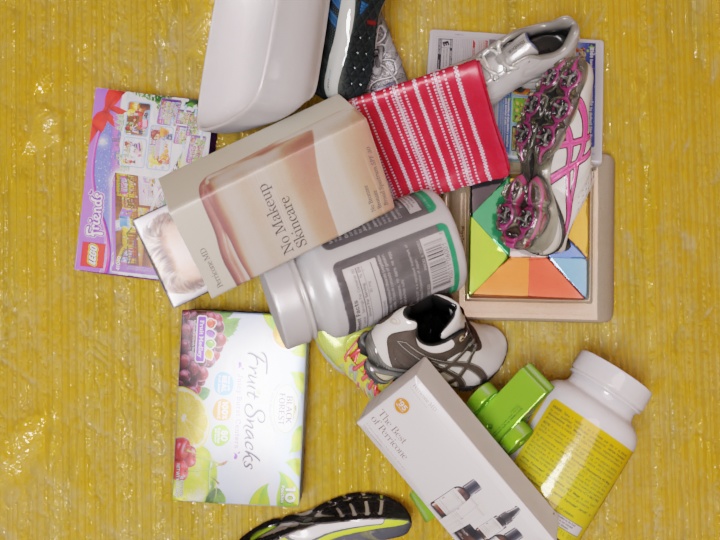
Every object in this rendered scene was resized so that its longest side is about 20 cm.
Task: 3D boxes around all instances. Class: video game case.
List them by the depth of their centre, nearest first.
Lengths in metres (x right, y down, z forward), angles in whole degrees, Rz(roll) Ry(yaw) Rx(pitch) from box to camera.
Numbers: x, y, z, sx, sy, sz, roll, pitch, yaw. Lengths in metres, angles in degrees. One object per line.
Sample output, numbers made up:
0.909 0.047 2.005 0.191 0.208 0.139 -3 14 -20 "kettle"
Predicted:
0.170 -0.192 0.866 0.195 0.018 0.147 4 78 3 "video game case"

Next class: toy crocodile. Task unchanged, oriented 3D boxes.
0.124 0.182 0.806 0.067 0.062 0.201 40 98 26 "toy crocodile"

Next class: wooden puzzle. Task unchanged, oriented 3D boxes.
0.188 -0.038 0.865 0.195 0.037 0.190 1 88 0 "wooden puzzle"

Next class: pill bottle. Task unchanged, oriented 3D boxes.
0.000 0.000 0.800 0.196 0.113 0.115 -20 88 -11 "pill bottle"
0.217 0.192 0.819 0.111 0.112 0.202 33 89 1 "pill bottle"

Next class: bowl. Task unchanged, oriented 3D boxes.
-0.092 -0.236 0.780 0.073 0.199 0.205 9 87 -27 "bowl"

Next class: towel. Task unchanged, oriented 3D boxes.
0.049 -0.128 0.816 0.196 0.023 0.146 -16 130 11 "towel"

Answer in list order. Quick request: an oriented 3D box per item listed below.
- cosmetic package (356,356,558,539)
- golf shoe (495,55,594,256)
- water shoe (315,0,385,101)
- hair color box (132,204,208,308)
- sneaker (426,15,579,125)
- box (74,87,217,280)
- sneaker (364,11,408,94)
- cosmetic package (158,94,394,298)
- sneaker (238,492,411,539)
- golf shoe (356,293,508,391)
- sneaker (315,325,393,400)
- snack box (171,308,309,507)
0.092 0.188 0.736 0.082 0.051 0.201 -40 91 21 "cosmetic package"
0.206 -0.117 0.814 0.090 0.072 0.204 9 101 -32 "golf shoe"
-0.018 -0.274 0.779 0.078 0.071 0.204 23 105 33 "water shoe"
-0.131 -0.049 0.830 0.197 0.060 0.102 -27 96 -13 "hair color box"
0.142 -0.213 0.818 0.197 0.087 0.075 -30 81 -3 "sneaker"
-0.236 -0.093 0.869 0.133 0.039 0.205 7 89 -1 "box"
0.005 -0.235 0.850 0.074 0.082 0.203 -26 88 0 "sneaker"
-0.079 -0.073 0.744 0.197 0.087 0.105 -27 123 -7 "cosmetic package"
-0.036 0.302 0.846 0.196 0.074 0.083 -17 97 6 "sneaker"
0.094 0.071 0.795 0.095 0.197 0.079 -53 53 37 "golf shoe"
0.027 0.107 0.835 0.199 0.090 0.079 40 90 3 "sneaker"
-0.128 0.147 0.853 0.139 0.053 0.205 2 88 -1 "snack box"
